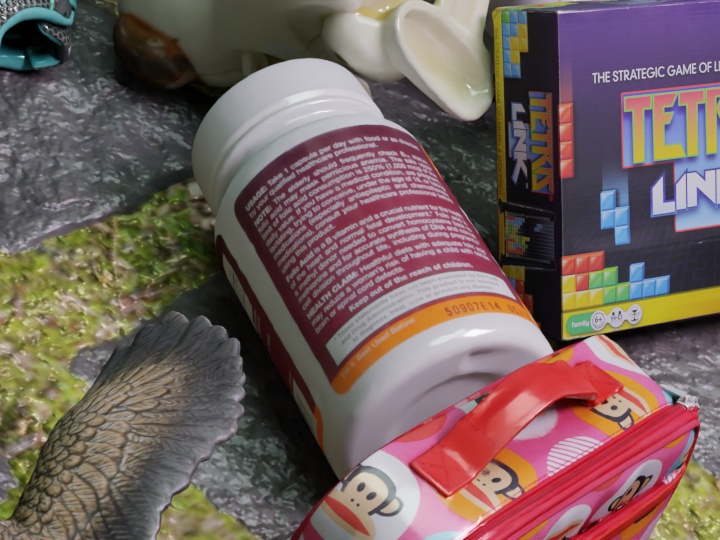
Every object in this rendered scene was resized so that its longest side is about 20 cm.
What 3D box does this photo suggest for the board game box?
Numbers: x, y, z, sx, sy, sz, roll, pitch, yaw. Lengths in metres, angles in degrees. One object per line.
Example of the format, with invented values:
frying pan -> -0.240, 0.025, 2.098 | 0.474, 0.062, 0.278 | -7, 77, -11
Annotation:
board game box -> 0.164, -0.060, 1.191 | 0.199, 0.167, 0.057 | -9, 13, -34

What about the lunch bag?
lunch bag -> 0.049, 0.106, 0.924 | 0.082, 0.177, 0.199 | 41, 42, 23

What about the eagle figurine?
eagle figurine -> -0.138, 0.093, 0.864 | 0.152, 0.150, 0.201 | 29, 66, -54

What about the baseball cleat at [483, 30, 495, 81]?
baseball cleat -> 0.099, -0.173, 1.379 | 0.106, 0.070, 0.201 | 20, 48, -14

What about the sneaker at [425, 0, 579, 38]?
sneaker -> 0.037, -0.186, 1.284 | 0.199, 0.089, 0.075 | 17, 66, 38

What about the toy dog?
toy dog -> -0.042, -0.147, 1.187 | 0.193, 0.199, 0.141 | 18, 72, -43

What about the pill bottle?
pill bottle -> 0.000, 0.000, 1.076 | 0.114, 0.115, 0.200 | -4, 46, -31

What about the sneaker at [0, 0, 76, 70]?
sneaker -> -0.180, -0.147, 1.207 | 0.091, 0.078, 0.200 | 46, 44, 3
